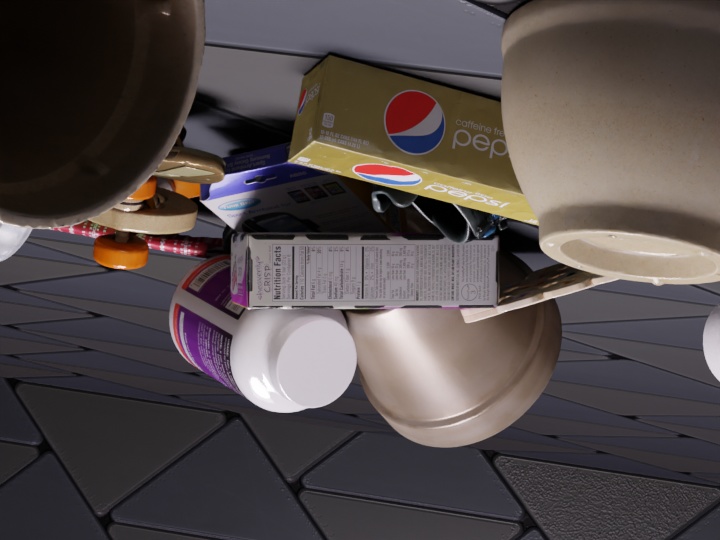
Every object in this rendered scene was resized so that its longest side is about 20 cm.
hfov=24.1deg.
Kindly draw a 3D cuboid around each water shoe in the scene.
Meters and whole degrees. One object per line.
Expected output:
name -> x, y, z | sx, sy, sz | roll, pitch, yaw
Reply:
water shoe -> 0.087, -0.055, 1.282 | 0.199, 0.079, 0.071 | 16, 167, -30

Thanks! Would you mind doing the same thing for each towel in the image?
towel -> -0.229, -0.038, 1.605 | 0.199, 0.023, 0.145 | 11, -179, 6

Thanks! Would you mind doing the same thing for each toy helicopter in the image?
toy helicopter -> -0.223, -0.073, 1.475 | 0.199, 0.079, 0.132 | 21, -157, 33

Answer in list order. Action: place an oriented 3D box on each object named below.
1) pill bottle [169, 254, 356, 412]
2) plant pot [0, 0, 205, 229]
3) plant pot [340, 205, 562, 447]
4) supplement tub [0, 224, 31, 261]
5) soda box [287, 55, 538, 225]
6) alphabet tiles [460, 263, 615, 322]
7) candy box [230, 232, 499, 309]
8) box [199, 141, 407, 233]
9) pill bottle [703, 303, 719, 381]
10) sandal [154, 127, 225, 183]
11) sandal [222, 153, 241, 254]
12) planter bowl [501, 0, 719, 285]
pill bottle -> -0.084, 0.057, 1.483 | 0.112, 0.113, 0.200 | 17, -176, -32
plant pot -> -0.219, -0.136, 0.927 | 0.183, 0.202, 0.200 | 13, 174, 41
plant pot -> 0.059, 0.033, 1.530 | 0.199, 0.201, 0.174 | 1, 149, 35
supplement tub -> -0.371, -0.087, 1.391 | 0.199, 0.123, 0.122 | 18, 166, -38
soda box -> 0.055, -0.089, 1.183 | 0.199, 0.064, 0.068 | 13, 168, -17
alphabet tiles -> 0.184, 0.005, 1.391 | 0.199, 0.015, 0.196 | -17, -176, 16
candy box -> 0.000, 0.000, 1.346 | 0.199, 0.061, 0.136 | 1, -179, -9
box -> -0.048, -0.057, 1.391 | 0.118, 0.042, 0.200 | -11, 155, 18
pill bottle -> 0.405, 0.060, 1.497 | 0.112, 0.113, 0.200 | 16, 167, -30
sandal -> -0.171, -0.104, 1.337 | 0.080, 0.054, 0.200 | 9, -175, -30
sandal -> -0.084, -0.060, 1.498 | 0.075, 0.048, 0.201 | 5, 155, -3
planter bowl -> 0.175, -0.069, 1.010 | 0.199, 0.136, 0.200 | 9, 169, 2
